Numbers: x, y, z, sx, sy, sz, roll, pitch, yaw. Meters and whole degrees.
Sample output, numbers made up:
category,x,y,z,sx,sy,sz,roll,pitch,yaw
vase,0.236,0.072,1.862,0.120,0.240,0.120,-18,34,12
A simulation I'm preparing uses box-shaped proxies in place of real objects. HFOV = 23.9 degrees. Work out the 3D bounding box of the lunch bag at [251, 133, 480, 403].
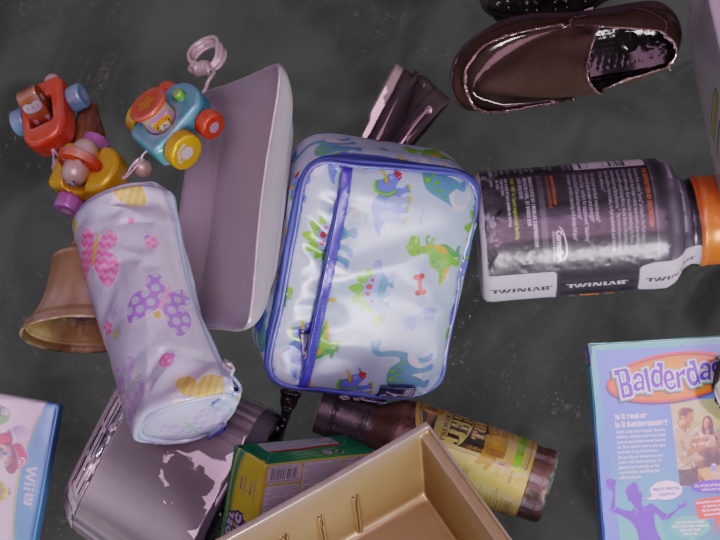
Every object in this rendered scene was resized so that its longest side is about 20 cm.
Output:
category,x,y,z,sx,sy,sz,roll,pitch,yaw
lunch bag,0.000,0.000,1.334,0.159,0.083,0.202,8,108,-17

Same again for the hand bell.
category,x,y,z,sx,sy,sz,roll,pitch,yaw
hand bell,-0.228,-0.043,1.403,0.103,0.104,0.203,-4,72,2

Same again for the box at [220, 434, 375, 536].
category,x,y,z,sx,sy,sz,roll,pitch,yaw
box,-0.056,0.233,1.325,0.116,0.048,0.203,0,104,-40

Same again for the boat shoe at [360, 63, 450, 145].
category,x,y,z,sx,sy,sz,roll,pitch,yaw
boat shoe,0.009,-0.070,1.390,0.057,0.067,0.202,26,90,-2

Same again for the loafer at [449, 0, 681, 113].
category,x,y,z,sx,sy,sz,roll,pitch,yaw
loafer,0.169,-0.175,1.381,0.198,0.071,0.074,-16,110,1

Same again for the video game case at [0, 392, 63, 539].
category,x,y,z,sx,sy,sz,roll,pitch,yaw
video game case,-0.356,0.165,1.411,0.197,0.018,0.145,10,84,3

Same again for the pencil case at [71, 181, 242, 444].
category,x,y,z,sx,sy,sz,roll,pitch,yaw
pencil case,-0.157,0.032,1.294,0.090,0.083,0.202,-36,62,27

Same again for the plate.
category,x,y,z,sx,sy,sz,roll,pitch,yaw
plate,-0.099,-0.051,1.344,0.032,0.199,0.203,10,84,-24

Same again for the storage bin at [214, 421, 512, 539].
category,x,y,z,sx,sy,sz,roll,pitch,yaw
storage bin,0.016,0.249,1.206,0.198,0.094,0.199,-27,55,-16

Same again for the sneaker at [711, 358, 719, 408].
category,x,y,z,sx,sy,sz,roll,pitch,yaw
sneaker,0.369,0.108,1.313,0.198,0.093,0.071,26,74,-18

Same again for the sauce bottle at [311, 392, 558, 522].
category,x,y,z,sx,sy,sz,roll,pitch,yaw
sauce bottle,0.059,0.143,1.369,0.198,0.065,0.065,18,85,3

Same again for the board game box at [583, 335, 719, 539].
category,x,y,z,sx,sy,sz,roll,pitch,yaw
board game box,0.262,0.154,1.367,0.150,0.045,0.203,-3,85,2

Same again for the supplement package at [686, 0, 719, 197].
category,x,y,z,sx,sy,sz,roll,pitch,yaw
supplement package,0.346,-0.156,1.320,0.154,0.111,0.202,-4,54,2

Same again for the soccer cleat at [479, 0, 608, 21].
category,x,y,z,sx,sy,sz,roll,pitch,yaw
soccer cleat,0.192,-0.259,1.409,0.198,0.068,0.074,-14,59,6

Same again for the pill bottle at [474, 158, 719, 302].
category,x,y,z,sx,sy,sz,roll,pitch,yaw
pill bottle,0.192,-0.034,1.358,0.197,0.106,0.108,-4,84,2

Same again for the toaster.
category,x,y,z,sx,sy,sz,roll,pitch,yaw
toaster,-0.146,0.155,1.355,0.128,0.114,0.202,27,87,7

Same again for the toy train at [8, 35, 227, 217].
category,x,y,z,sx,sy,sz,roll,pitch,yaw
toy train,-0.204,-0.129,1.367,0.198,0.056,0.152,-18,56,18
